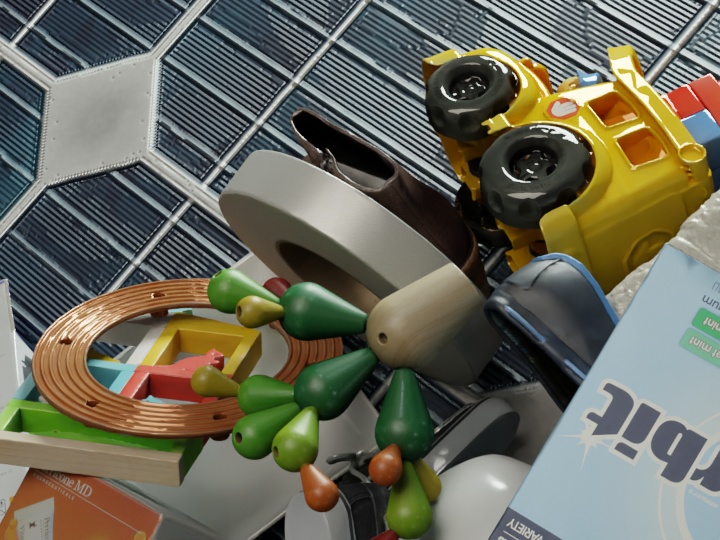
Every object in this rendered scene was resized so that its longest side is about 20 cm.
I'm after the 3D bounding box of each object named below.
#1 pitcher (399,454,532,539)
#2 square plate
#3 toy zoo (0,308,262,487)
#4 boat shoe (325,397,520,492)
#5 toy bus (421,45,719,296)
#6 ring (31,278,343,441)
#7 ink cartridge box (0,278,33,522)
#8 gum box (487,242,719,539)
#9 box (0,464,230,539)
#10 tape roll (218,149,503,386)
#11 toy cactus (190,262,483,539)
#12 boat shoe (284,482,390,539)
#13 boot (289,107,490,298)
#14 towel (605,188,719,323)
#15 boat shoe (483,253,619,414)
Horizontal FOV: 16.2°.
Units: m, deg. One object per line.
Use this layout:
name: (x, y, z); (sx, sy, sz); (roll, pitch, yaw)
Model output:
pitcher: (0.127, 0.196, 1.461); (0.171, 0.121, 0.200); (-24, 56, -16)
square plate: (-0.097, 0.108, 1.685); (0.198, 0.028, 0.200); (-37, 50, 3)
toy zoo: (-0.145, 0.072, 1.635); (0.131, 0.021, 0.200); (7, 29, 15)
boat shoe: (0.012, 0.142, 1.574); (0.199, 0.074, 0.068); (-47, 64, 7)
toy bus: (0.154, -0.077, 1.606); (0.192, 0.136, 0.200); (-28, 47, -6)
ring: (-0.110, 0.059, 1.617); (0.200, 0.019, 0.201); (-1, 29, 1)
ink cartridge box: (-0.313, 0.129, 1.781); (0.198, 0.043, 0.200); (-22, 55, 15)
gum box: (0.190, 0.114, 1.377); (0.170, 0.045, 0.200); (30, 85, 17)
box: (-0.178, 0.231, 1.583); (0.124, 0.097, 0.200); (24, 85, 40)
tape roll: (0.000, 0.000, 1.587); (0.203, 0.203, 0.037); (26, 73, 38)
toy cactus: (0.001, 0.063, 1.460); (0.165, 0.102, 0.200); (-37, 60, -4)
boat shoe: (-0.002, 0.225, 1.507); (0.072, 0.068, 0.200); (2, 97, 58)
boot: (-0.002, -0.063, 1.647); (0.072, 0.166, 0.200); (-46, 48, -6)
towel: (0.250, 0.038, 1.451); (0.133, 0.035, 0.200); (-42, 60, -15)
boat shoe: (0.137, 0.090, 1.460); (0.069, 0.084, 0.200); (-28, 75, -25)
